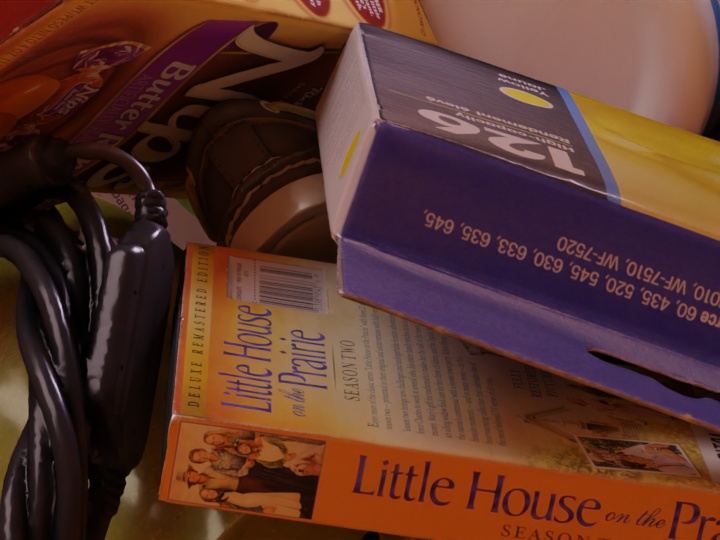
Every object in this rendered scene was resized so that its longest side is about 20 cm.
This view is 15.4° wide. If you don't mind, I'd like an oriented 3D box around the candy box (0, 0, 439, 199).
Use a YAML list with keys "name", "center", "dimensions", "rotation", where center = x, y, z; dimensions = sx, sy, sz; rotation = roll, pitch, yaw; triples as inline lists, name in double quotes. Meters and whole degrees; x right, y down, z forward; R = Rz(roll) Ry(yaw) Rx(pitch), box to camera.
- name: "candy box"
  center: [-0.075, -0.075, 0.852]
  dimensions: [0.117, 0.057, 0.200]
  rotation: [-30, -15, 27]

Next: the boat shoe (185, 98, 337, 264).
- name: "boat shoe"
  center: [0.002, -0.002, 0.922]
  dimensions: [0.072, 0.060, 0.202]
  rotation: [-39, -29, 6]

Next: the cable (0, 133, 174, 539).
- name: "cable"
  center: [-0.133, 0.057, 0.776]
  dimensions: [0.163, 0.051, 0.201]
  rotation: [-8, 62, 32]

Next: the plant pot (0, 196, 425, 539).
- name: "plant pot"
  center: [-0.069, 0.083, 0.855]
  dimensions: [0.187, 0.187, 0.200]
  rotation: [-39, 32, -21]

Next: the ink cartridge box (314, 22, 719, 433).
- name: "ink cartridge box"
  center: [0.087, -0.007, 0.775]
  dimensions: [0.200, 0.197, 0.047]
  rotation: [-103, 34, -75]

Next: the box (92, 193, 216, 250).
- name: "box"
  center: [-0.075, -0.018, 1.062]
  dimensions: [0.112, 0.200, 0.101]
  rotation: [-37, 17, -13]

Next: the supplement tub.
- name: "supplement tub"
  center: [0.087, -0.090, 1.000]
  dimensions: [0.132, 0.132, 0.200]
  rotation: [-27, 2, 21]

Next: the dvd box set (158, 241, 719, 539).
- name: "dvd box set"
  center: [0.044, 0.040, 0.758]
  dimensions: [0.199, 0.029, 0.146]
  rotation: [8, 18, -6]
